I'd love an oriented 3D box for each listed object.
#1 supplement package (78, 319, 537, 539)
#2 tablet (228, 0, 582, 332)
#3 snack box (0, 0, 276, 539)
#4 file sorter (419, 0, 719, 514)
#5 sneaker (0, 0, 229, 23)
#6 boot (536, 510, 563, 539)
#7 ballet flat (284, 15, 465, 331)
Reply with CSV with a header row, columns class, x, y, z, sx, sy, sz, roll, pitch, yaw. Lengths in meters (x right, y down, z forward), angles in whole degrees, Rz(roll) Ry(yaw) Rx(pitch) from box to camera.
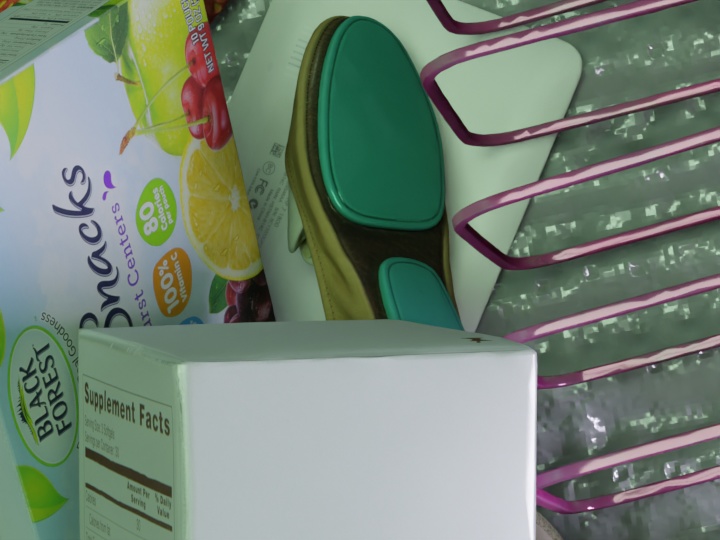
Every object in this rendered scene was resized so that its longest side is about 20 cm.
class,x,y,z,sx,sy,sz,roll,pitch,yaw
supplement package,-0.020,0.119,0.765,0.116,0.117,0.202,-1,93,-21
tablet,-0.008,-0.014,0.946,0.129,0.014,0.201,22,89,18
snack box,-0.095,0.012,0.836,0.053,0.142,0.201,9,124,36
file sorter,0.098,-0.026,0.846,0.124,0.139,0.202,-15,78,9
sneaker,-0.071,-0.152,0.966,0.200,0.073,0.077,-42,51,2
boot,0.080,0.178,0.828,0.072,0.155,0.202,-17,100,-12
ballet flat,0.000,0.000,0.894,0.063,0.068,0.201,-39,51,40
